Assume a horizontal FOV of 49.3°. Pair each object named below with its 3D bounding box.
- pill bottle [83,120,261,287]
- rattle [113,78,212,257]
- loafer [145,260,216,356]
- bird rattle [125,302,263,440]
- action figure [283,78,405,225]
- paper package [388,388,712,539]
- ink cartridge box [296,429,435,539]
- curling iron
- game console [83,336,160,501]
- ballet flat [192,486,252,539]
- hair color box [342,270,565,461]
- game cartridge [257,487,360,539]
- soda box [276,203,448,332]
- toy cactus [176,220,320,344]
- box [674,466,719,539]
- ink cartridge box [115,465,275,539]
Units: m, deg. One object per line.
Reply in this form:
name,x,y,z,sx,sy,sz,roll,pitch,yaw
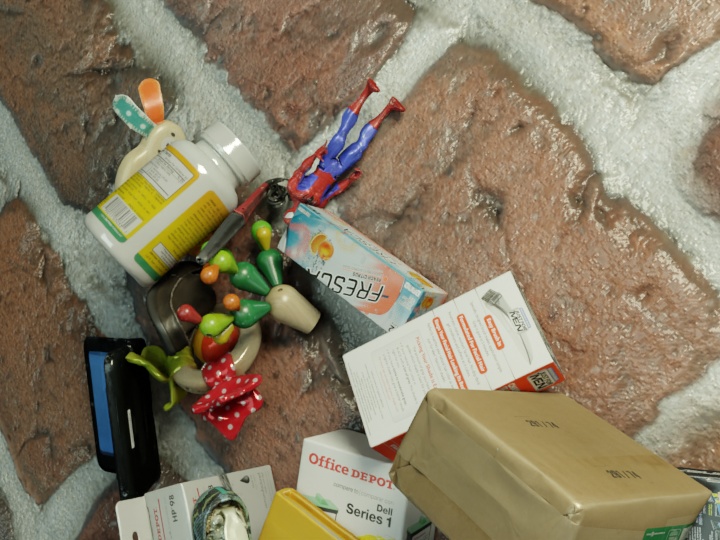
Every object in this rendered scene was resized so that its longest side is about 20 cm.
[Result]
pill bottle,-0.221,-0.085,0.945,0.200,0.113,0.113,-44,62,-10
rattle,-0.245,-0.129,1.009,0.143,0.129,0.201,47,135,52
loafer,-0.220,0.034,0.988,0.071,0.200,0.073,-16,118,1
bird rattle,-0.191,0.109,0.988,0.199,0.113,0.164,1,55,42
action figure,-0.030,-0.132,0.942,0.200,0.065,0.052,-50,33,18
paper package,0.164,0.191,0.683,0.190,0.199,0.104,34,108,47
ink cartridge box,0.000,0.293,0.868,0.144,0.084,0.201,8,90,33
curling iron,-0.137,-0.065,0.937,0.049,0.200,0.026,5,122,27
game console,-0.343,0.198,1.057,0.116,0.176,0.201,-5,96,4
ballet flat,-0.135,0.329,0.821,0.074,0.074,0.201,-21,78,28
hair color box,0.092,0.100,0.804,0.199,0.064,0.111,-28,55,13
game cartridge,-0.053,0.364,0.831,0.176,0.032,0.201,28,104,32
soda box,0.000,0.000,0.906,0.200,0.068,0.064,35,103,28
toy cactus,-0.129,0.027,0.949,0.165,0.200,0.102,34,121,-11
box,0.351,0.280,0.675,0.159,0.044,0.201,-3,83,32
ink cartridge box,-0.177,0.302,0.910,0.066,0.200,0.117,-22,74,28
